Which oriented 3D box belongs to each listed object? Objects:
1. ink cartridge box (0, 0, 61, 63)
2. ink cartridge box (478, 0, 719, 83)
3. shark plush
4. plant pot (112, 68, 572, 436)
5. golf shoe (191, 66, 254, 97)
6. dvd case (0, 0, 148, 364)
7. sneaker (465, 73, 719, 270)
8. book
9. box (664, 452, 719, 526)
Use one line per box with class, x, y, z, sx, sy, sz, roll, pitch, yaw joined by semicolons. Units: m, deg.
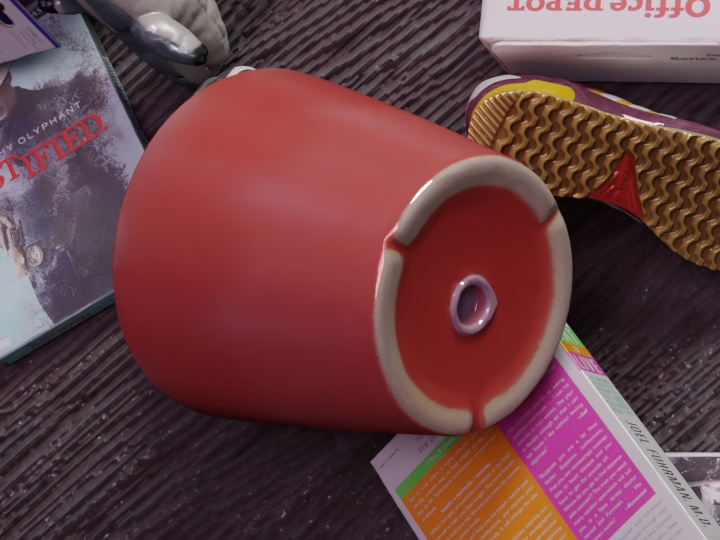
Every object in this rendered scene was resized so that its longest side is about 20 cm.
ink cartridge box;-0.287;-0.157;1.204;0.200;0.095;0.037;-8;54;30
ink cartridge box;0.154;-0.210;1.101;0.145;0.084;0.200;2;79;19
shark plush;-0.164;-0.161;1.138;0.083;0.200;0.091;-33;49;55
plant pot;0.000;0.000;1.017;0.177;0.200;0.201;14;82;46
golf shoe;-0.081;-0.024;1.125;0.078;0.094;0.200;2;80;-10
dvd case;-0.202;-0.062;1.218;0.146;0.022;0.200;-29;70;10
sneaker;0.155;-0.063;1.078;0.200;0.090;0.075;22;110;-4
book;0.104;0.131;1.014;0.134;0.048;0.200;-49;50;21
box;0.191;0.197;1.021;0.158;0.048;0.200;-1;78;17
